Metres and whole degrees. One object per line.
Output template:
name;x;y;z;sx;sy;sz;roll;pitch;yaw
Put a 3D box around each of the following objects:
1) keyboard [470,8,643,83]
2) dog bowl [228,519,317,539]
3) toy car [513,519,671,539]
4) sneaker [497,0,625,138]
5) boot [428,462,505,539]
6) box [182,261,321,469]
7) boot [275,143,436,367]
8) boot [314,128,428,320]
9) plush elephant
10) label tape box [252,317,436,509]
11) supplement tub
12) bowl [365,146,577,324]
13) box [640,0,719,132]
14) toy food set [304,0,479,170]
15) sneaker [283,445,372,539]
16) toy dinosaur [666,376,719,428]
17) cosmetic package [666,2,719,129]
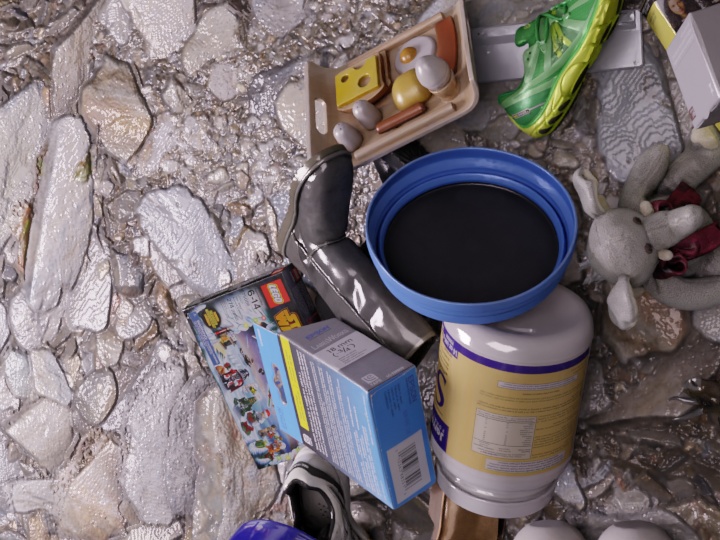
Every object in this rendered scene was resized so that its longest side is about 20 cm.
keyboard;0.186;-0.224;1.339;0.197;0.011;0.057;-2;98;26
dog bowl;-0.074;0.361;1.406;0.198;0.079;0.202;24;141;21
toy car;0.219;0.340;1.282;0.197;0.150;0.178;-4;92;25
sneaker;0.194;-0.228;1.288;0.083;0.074;0.202;32;111;13
boot;0.107;0.299;1.381;0.074;0.074;0.204;5;94;15
box;-0.092;0.106;1.447;0.135;0.040;0.202;-20;101;25
boot;0.002;-0.001;1.321;0.201;0.072;0.183;55;151;24
boot;0.015;-0.033;1.409;0.165;0.065;0.201;51;123;28
plush elephant;0.272;-0.032;1.228;0.198;0.154;0.167;-25;83;24
label tape box;-0.017;0.130;1.344;0.199;0.063;0.146;28;138;48
supplement tub;0.142;0.120;1.286;0.144;0.145;0.203;18;120;23
bowl;0.103;-0.033;1.248;0.198;0.201;0.040;22;144;22
box;0.344;-0.186;1.231;0.075;0.050;0.202;-29;80;-1
toy food set;0.028;-0.199;1.349;0.198;0.060;0.145;-24;51;25
sneaker;-0.037;0.291;1.422;0.075;0.088;0.203;-16;102;22
toy dinosaur;0.397;0.147;1.239;0.200;0.077;0.103;41;121;12
cosmetic package;0.377;-0.201;1.153;0.197;0.107;0.092;-16;81;-2
